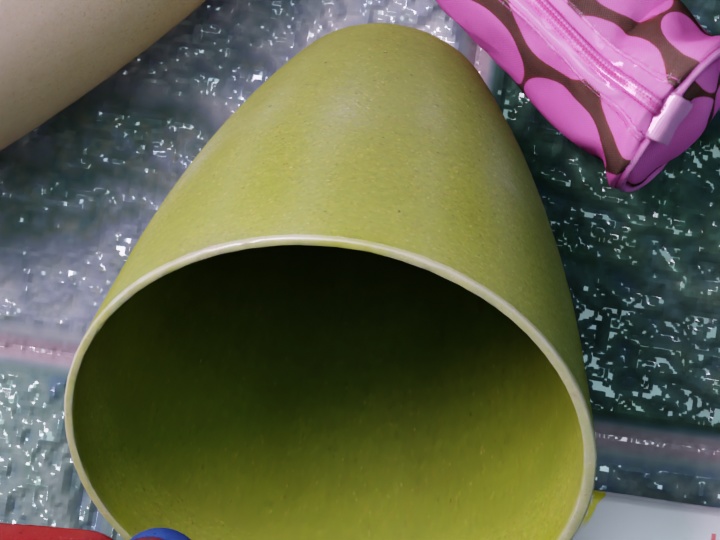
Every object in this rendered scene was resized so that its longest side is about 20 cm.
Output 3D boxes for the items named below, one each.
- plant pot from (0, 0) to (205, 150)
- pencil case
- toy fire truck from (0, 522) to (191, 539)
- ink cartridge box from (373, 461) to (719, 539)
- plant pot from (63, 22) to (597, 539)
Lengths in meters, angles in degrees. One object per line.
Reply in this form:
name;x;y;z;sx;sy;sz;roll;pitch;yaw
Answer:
plant pot;-0.139;-0.144;0.842;0.199;0.187;0.188;-22;84;-11
pencil case;0.065;-0.123;0.851;0.200;0.094;0.091;43;90;6
toy fire truck;-0.082;0.170;0.768;0.199;0.112;0.169;-2;118;39
ink cartridge box;0.099;0.150;0.827;0.198;0.067;0.118;8;77;10
plant pot;0.000;0.000;0.791;0.186;0.201;0.188;4;129;5
